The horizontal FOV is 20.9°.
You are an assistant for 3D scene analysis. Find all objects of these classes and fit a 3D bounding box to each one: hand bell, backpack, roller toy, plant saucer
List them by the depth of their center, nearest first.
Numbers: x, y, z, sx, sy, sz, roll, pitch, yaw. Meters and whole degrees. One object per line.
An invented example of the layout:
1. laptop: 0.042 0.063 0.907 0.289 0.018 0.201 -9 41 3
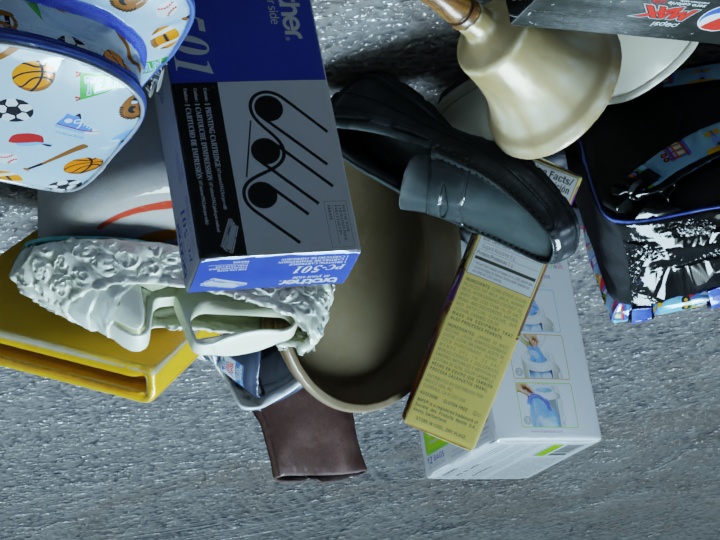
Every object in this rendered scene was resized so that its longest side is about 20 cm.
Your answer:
1. backpack: -0.180 -0.141 1.014 0.200 0.154 0.191 8 143 -33
2. hand bell: 0.056 -0.158 1.171 0.104 0.104 0.200 -25 138 35
3. roller toy: -0.114 -0.066 1.236 0.200 0.140 0.183 -5 150 0
4. backpack: 0.250 -0.065 1.340 0.200 0.183 0.135 -13 127 0
5. plant saucer: 0.000 0.000 1.377 0.029 0.200 0.200 6 174 41

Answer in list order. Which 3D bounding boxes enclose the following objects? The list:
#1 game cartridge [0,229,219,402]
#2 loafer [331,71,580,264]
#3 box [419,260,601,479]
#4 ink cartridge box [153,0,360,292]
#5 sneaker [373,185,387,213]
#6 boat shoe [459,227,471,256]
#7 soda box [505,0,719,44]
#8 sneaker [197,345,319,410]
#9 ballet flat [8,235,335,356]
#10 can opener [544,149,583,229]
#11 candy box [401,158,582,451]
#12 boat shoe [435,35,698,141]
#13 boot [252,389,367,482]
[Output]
1. game cartridge: -0.170 0.017 1.339 0.176 0.032 0.200 13 -153 20
2. loafer: 0.054 -0.059 1.269 0.070 0.200 0.068 -38 149 -30
3. box: 0.107 0.058 1.575 0.101 0.200 0.112 3 158 -29
4. ink cartridge box: -0.066 -0.088 1.110 0.094 0.200 0.044 -3 155 -18
5. sneaker: -0.051 -0.019 1.481 0.200 0.073 0.082 -19 159 26
6. boat shoe: 0.019 0.002 1.516 0.201 0.070 0.071 -12 -167 42
7. soda box: 0.184 -0.182 1.173 0.200 0.063 0.071 2 157 -27
8. sneaker: -0.120 0.045 1.405 0.200 0.109 0.070 -1 128 2
9. ballet flat: -0.112 0.018 1.178 0.200 0.072 0.072 3 157 -10
10. can opener: 0.163 -0.057 1.492 0.079 0.064 0.200 -23 156 39
11. candy box: 0.088 0.021 1.353 0.056 0.200 0.117 23 178 1
12. boat shoe: 0.138 -0.140 1.302 0.200 0.073 0.063 -26 -164 26
13. boot: -0.079 0.091 1.623 0.200 0.167 0.072 9 153 -40
